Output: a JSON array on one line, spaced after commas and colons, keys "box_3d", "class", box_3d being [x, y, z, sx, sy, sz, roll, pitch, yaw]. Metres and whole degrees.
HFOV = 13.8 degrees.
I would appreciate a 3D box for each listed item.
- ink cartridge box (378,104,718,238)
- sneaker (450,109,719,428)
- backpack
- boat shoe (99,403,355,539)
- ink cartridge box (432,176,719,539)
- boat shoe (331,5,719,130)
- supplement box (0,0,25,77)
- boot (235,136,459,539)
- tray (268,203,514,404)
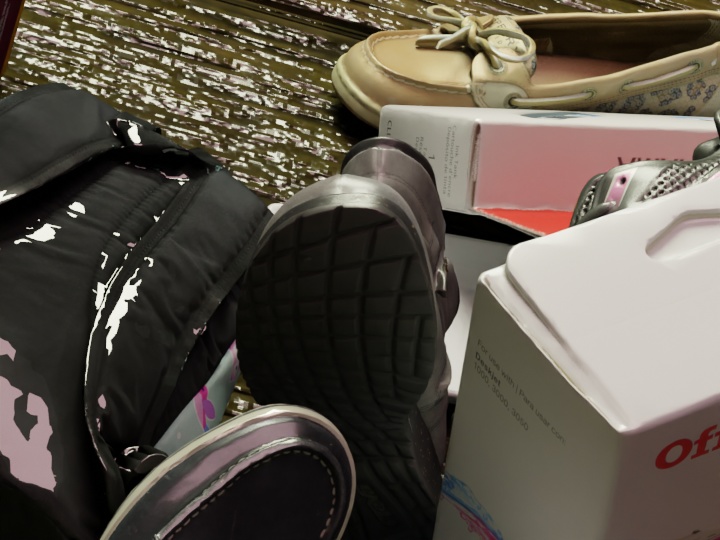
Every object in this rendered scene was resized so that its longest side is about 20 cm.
[{"box_3d": [0.133, -0.039, 1.251, 0.200, 0.045, 0.176, 0, 7, -26], "class": "ink cartridge box"}, {"box_3d": [0.100, 0.008, 1.105, 0.200, 0.080, 0.086, -32, 71, -34], "class": "sneaker"}, {"box_3d": [-0.118, 0.026, 1.037, 0.167, 0.127, 0.200, 37, 38, 0], "class": "backpack"}, {"box_3d": [-0.065, 0.123, 0.914, 0.200, 0.075, 0.062, -47, 26, -21], "class": "boat shoe"}, {"box_3d": [0.107, 0.071, 1.000, 0.144, 0.200, 0.085, -20, 49, -25], "class": "ink cartridge box"}, {"box_3d": [0.083, -0.095, 1.353, 0.200, 0.063, 0.073, -2, 41, -27], "class": "boat shoe"}, {"box_3d": [-0.217, -0.087, 1.177, 0.110, 0.086, 0.200, 23, 35, 4], "class": "supplement box"}, {"box_3d": [0.000, 0.000, 1.061, 0.070, 0.200, 0.132, 4, 53, 4], "class": "boot"}, {"box_3d": [0.058, 0.028, 1.212, 0.200, 0.022, 0.107, 10, 35, -14], "class": "tray"}]
